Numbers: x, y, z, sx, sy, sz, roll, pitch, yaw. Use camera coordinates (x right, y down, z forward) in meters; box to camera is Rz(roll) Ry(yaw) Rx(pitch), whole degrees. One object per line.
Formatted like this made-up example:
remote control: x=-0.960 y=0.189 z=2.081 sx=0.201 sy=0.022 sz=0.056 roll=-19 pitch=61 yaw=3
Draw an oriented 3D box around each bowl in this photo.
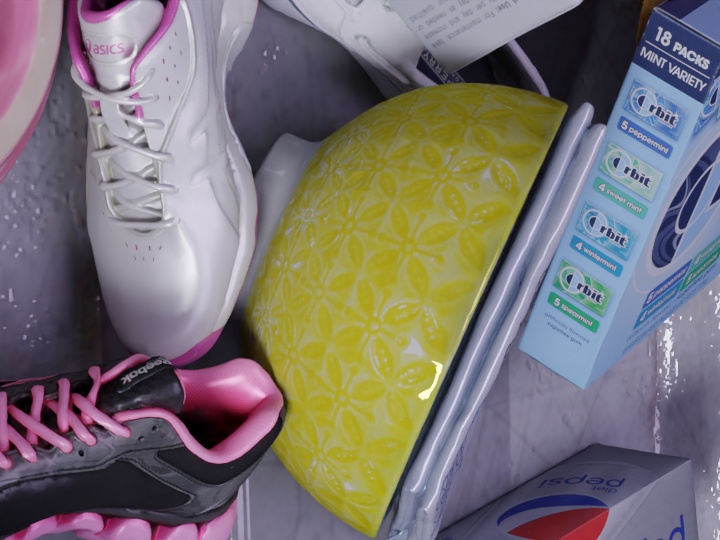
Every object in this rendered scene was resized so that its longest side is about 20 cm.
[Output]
bowl: x=0.000 y=0.000 z=0.920 sx=0.200 sy=0.107 sz=0.201 roll=24 pitch=90 yaw=-86

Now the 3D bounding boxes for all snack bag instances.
snack bag: x=0.057 y=0.040 z=0.979 sx=0.200 sy=0.021 sz=0.190 roll=100 pitch=15 yaw=-73

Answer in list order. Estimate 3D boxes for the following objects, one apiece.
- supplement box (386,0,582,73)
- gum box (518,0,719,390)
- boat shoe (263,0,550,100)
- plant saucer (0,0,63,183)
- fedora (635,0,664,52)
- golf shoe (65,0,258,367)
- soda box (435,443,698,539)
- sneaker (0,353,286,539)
supplement box: x=0.026 y=-0.198 z=0.895 sx=0.200 sy=0.103 sz=0.101 roll=49 pitch=58 yaw=-10
gum box: x=0.164 y=-0.059 z=1.068 sx=0.170 sy=0.044 sz=0.201 roll=-33 pitch=149 yaw=-49
boat shoe: x=0.019 y=-0.124 z=0.971 sx=0.200 sy=0.065 sz=0.074 roll=36 pitch=70 yaw=-43
plant saucer: x=-0.179 y=-0.098 z=0.774 sx=0.200 sy=0.051 sz=0.202 roll=-7 pitch=99 yaw=-47
fedora: x=0.170 y=-0.179 z=1.093 sx=0.201 sy=0.082 sz=0.201 roll=-46 pitch=156 yaw=-27
golf shoe: x=-0.086 y=-0.063 z=0.849 sx=0.091 sy=0.075 sz=0.202 roll=3 pitch=87 yaw=-66
soda box: x=0.088 y=0.152 z=1.084 sx=0.199 sy=0.063 sz=0.069 roll=-22 pitch=110 yaw=-44
sneaker: x=-0.110 y=0.061 z=0.816 sx=0.199 sy=0.095 sz=0.079 roll=3 pitch=52 yaw=-44
